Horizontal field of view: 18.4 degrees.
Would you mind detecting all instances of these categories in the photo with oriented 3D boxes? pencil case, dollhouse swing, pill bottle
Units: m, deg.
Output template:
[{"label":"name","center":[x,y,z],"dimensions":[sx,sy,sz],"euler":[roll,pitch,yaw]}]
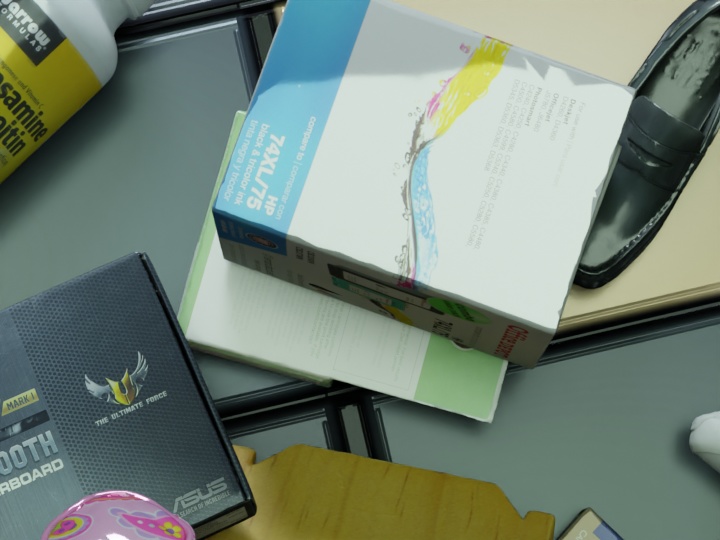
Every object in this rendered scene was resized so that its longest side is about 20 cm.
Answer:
[{"label":"pencil case","center":[-0.123,0.217,1.173],"dimensions":[0.087,0.088,0.202],"euler":[0,116,-1]},{"label":"dollhouse swing","center":[-0.003,0.236,1.288],"dimensions":[0.198,0.177,0.182],"euler":[10,42,13]},{"label":"pill bottle","center":[-0.217,-0.127,1.330],"dimensions":[0.200,0.112,0.112],"euler":[-44,84,-7]}]

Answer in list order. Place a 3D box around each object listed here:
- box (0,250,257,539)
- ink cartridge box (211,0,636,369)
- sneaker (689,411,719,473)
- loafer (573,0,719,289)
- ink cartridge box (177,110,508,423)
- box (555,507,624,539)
[{"label":"box","center":[-0.177,0.101,1.232],"dimensions":[0.199,0.051,0.159],"euler":[-23,74,-5]},{"label":"ink cartridge box","center":[0.035,-0.052,1.257],"dimensions":[0.199,0.147,0.147],"euler":[19,80,3]},{"label":"sneaker","center":[0.273,0.158,1.309],"dimensions":[0.199,0.078,0.100],"euler":[31,85,5]},{"label":"loafer","center":[0.177,-0.082,1.348],"dimensions":[0.068,0.070,0.201],"euler":[31,81,5]},{"label":"ink cartridge box","center":[0.000,0.000,1.345],"dimensions":[0.198,0.048,0.147],"euler":[16,81,0]},{"label":"box","center":[0.167,0.252,1.313],"dimensions":[0.200,0.032,0.121],"euler":[43,82,5]}]
